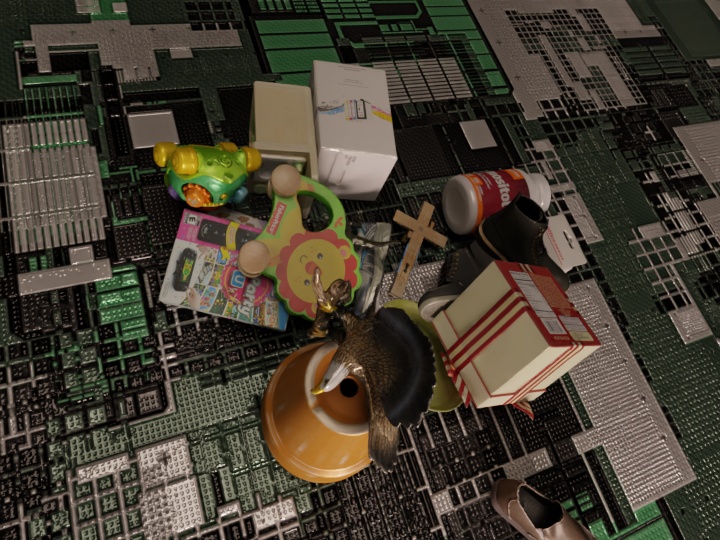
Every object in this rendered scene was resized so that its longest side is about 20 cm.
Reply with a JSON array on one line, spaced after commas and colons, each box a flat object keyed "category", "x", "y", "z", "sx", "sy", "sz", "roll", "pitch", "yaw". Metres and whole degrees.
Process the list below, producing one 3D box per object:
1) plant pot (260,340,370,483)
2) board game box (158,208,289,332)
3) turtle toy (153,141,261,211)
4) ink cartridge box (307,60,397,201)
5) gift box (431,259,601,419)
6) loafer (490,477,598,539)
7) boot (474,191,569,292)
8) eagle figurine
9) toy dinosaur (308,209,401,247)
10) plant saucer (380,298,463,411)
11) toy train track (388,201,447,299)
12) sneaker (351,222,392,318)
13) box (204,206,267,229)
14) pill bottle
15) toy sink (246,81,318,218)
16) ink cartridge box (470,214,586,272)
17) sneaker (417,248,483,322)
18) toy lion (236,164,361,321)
[{"category": "plant pot", "x": -0.036, "y": 0.184, "z": 0.754, "sx": 0.196, "sy": 0.184, "sz": 0.204, "roll": 7, "pitch": 63, "yaw": -13}, {"category": "board game box", "x": -0.199, "y": 0.002, "z": 0.844, "sx": 0.196, "sy": 0.064, "sz": 0.151, "roll": 14, "pitch": 78, "yaw": -10}, {"category": "turtle toy", "x": -0.256, "y": -0.153, "z": 0.857, "sx": 0.144, "sy": 0.103, "sz": 0.198, "roll": -11, "pitch": 22, "yaw": -40}, {"category": "ink cartridge box", "x": -0.027, "y": -0.255, "z": 0.992, "sx": 0.142, "sy": 0.148, "sz": 0.204, "roll": 2, "pitch": 64, "yaw": -16}, {"category": "gift box", "x": 0.239, "y": 0.119, "z": 0.843, "sx": 0.182, "sy": 0.187, "sz": 0.202, "roll": 10, "pitch": 45, "yaw": -36}, {"category": "loafer", "x": 0.294, "y": 0.396, "z": 0.815, "sx": 0.198, "sy": 0.071, "sz": 0.074, "roll": 34, "pitch": 60, "yaw": 1}, {"category": "boot", "x": 0.307, "y": -0.038, "z": 0.916, "sx": 0.198, "sy": 0.139, "sz": 0.078, "roll": 33, "pitch": 62, "yaw": -3}, {"category": "eagle figurine", "x": 0.011, "y": 0.111, "z": 0.621, "sx": 0.200, "sy": 0.151, "sz": 0.152, "roll": 42, "pitch": 96, "yaw": 24}, {"category": "toy dinosaur", "x": -0.033, "y": -0.067, "z": 0.906, "sx": 0.195, "sy": 0.048, "sz": 0.089, "roll": 4, "pitch": 29, "yaw": -6}, {"category": "plant saucer", "x": 0.095, "y": 0.141, "z": 0.871, "sx": 0.197, "sy": 0.031, "sz": 0.203, "roll": 25, "pitch": 42, "yaw": -24}, {"category": "toy train track", "x": 0.094, "y": -0.037, "z": 0.993, "sx": 0.113, "sy": 0.033, "sz": 0.203, "roll": 28, "pitch": 66, "yaw": -11}, {"category": "sneaker", "x": 0.000, "y": 0.000, "z": 0.930, "sx": 0.084, "sy": 0.078, "sz": 0.203, "roll": 10, "pitch": 55, "yaw": 2}, {"category": "box", "x": -0.173, "y": -0.060, "z": 0.915, "sx": 0.196, "sy": 0.042, "sz": 0.039, "roll": 19, "pitch": 61, "yaw": -6}, {"category": "pill bottle", "x": 0.269, "y": -0.139, "z": 1.045, "sx": 0.196, "sy": 0.113, "sz": 0.115, "roll": -11, "pitch": 68, "yaw": -21}, {"category": "toy sink", "x": -0.146, "y": -0.210, "z": 0.945, "sx": 0.110, "sy": 0.131, "sz": 0.204, "roll": 0, "pitch": 66, "yaw": -16}, {"category": "ink cartridge box", "x": 0.328, "y": -0.031, "z": 1.036, "sx": 0.196, "sy": 0.067, "sz": 0.119, "roll": -13, "pitch": 71, "yaw": -21}, {"category": "sneaker", "x": 0.155, "y": 0.024, "z": 0.946, "sx": 0.198, "sy": 0.075, "sz": 0.107, "roll": -5, "pitch": 58, "yaw": -44}, {"category": "toy lion", "x": -0.080, "y": -0.033, "z": 0.814, "sx": 0.189, "sy": 0.069, "sz": 0.204, "roll": 23, "pitch": 76, "yaw": -14}]
